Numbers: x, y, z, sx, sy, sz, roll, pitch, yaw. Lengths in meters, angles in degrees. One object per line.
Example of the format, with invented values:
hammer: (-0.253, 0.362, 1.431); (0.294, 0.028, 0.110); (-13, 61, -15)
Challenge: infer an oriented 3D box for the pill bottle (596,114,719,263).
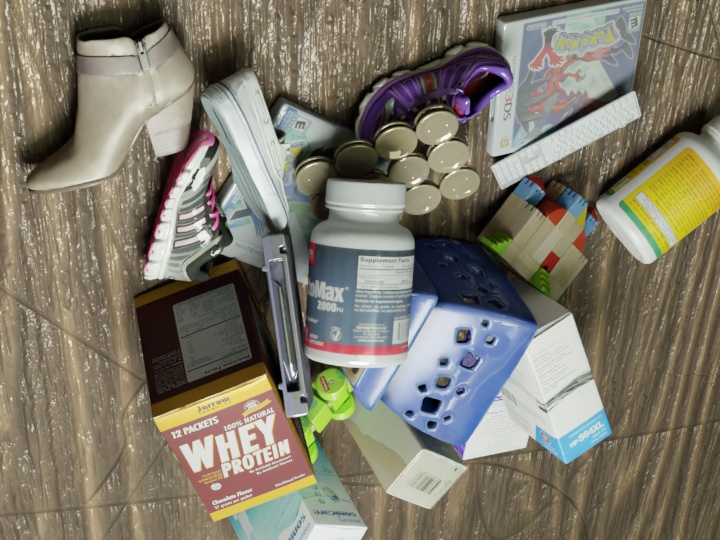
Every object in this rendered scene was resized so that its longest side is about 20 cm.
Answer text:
pill bottle: (0.423, -0.111, 1.697); (0.200, 0.113, 0.113); (-39, 133, 2)

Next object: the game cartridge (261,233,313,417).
game cartridge: (-0.084, 0.058, 1.452); (0.038, 0.130, 0.202); (-8, 91, -3)

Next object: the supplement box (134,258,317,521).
supplement box: (-0.158, 0.139, 1.493); (0.132, 0.201, 0.198); (-20, 132, 0)

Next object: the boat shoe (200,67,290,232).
boat shoe: (-0.105, -0.128, 1.391); (0.067, 0.073, 0.201); (-37, 138, -16)

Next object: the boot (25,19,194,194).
boot: (-0.264, -0.172, 1.311); (0.199, 0.070, 0.147); (-21, 125, -15)

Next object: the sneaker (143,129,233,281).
sneaker: (-0.177, -0.065, 1.415); (0.087, 0.074, 0.201); (15, 123, -13)

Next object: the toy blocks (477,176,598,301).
toy blocks: (0.244, -0.051, 1.666); (0.137, 0.100, 0.200); (-52, 136, 1)

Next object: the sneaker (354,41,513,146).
sneaker: (0.084, -0.195, 1.464); (0.199, 0.084, 0.081); (-32, 127, -4)

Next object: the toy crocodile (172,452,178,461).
toy crocodile: (-0.154, 0.189, 1.646); (0.200, 0.062, 0.068); (-41, 169, 2)

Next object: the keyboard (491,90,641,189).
keyboard: (0.258, -0.163, 1.605); (0.199, 0.011, 0.056); (-28, 152, 6)

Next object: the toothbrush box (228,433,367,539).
toothbrush box: (-0.092, 0.319, 1.680); (0.085, 0.200, 0.147); (11, 118, -34)

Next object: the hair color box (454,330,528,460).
hair color box: (0.196, 0.167, 1.817); (0.108, 0.065, 0.201); (-7, 128, -23)

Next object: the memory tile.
memory tile: (0.032, -0.108, 1.481); (0.199, 0.017, 0.154); (-21, 139, 8)

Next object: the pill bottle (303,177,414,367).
pill bottle: (0.000, 0.000, 1.431); (0.119, 0.119, 0.202); (0, 96, -29)

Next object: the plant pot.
plant pot: (0.072, 0.072, 1.592); (0.179, 0.200, 0.201); (17, 114, -29)

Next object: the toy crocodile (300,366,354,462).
toy crocodile: (-0.065, 0.184, 1.629); (0.200, 0.061, 0.068); (-50, 148, -21)

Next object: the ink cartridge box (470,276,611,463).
ink cartridge box: (0.234, 0.128, 1.671); (0.084, 0.146, 0.201); (-29, 119, -13)

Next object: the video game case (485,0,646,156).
video game case: (0.251, -0.239, 1.566); (0.199, 0.023, 0.183); (-14, 130, -19)

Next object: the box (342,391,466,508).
box: (0.044, 0.205, 1.667); (0.095, 0.200, 0.078); (28, 108, -40)

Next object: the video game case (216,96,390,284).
video game case: (-0.074, -0.087, 1.503); (0.181, 0.022, 0.201); (20, 112, -38)
